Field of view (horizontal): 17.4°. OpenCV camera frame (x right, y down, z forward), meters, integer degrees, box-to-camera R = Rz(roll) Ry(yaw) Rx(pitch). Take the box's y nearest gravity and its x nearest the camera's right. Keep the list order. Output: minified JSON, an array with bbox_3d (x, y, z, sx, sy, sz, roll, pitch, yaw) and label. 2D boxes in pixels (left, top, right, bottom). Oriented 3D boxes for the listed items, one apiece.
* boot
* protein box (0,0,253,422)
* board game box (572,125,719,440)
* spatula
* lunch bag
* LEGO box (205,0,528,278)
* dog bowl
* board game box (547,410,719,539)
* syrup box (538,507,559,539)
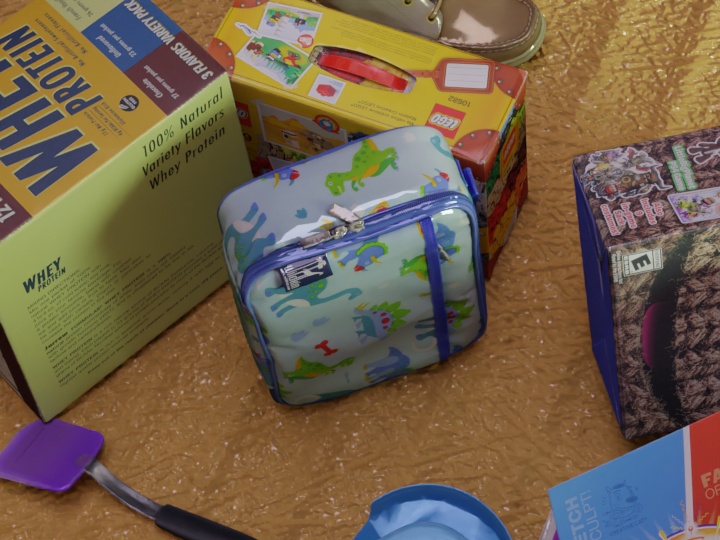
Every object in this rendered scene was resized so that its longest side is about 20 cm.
[{"bbox_3d":[0.027,-0.209,1.604,0.199,0.155,0.072,13,62,12],"label":"boot"},{"bbox_3d":[-0.185,-0.050,1.503,0.198,0.200,0.135,-39,62,-16],"label":"protein box"},{"bbox_3d":[0.243,-0.001,1.451,0.199,0.160,0.097,-12,38,-1],"label":"board game box"},{"bbox_3d":[-0.141,0.145,1.494,0.199,0.021,0.057,24,52,15],"label":"spatula"},{"bbox_3d":[0.000,0.000,1.461,0.160,0.200,0.083,-19,61,-7],"label":"lunch bag"},{"bbox_3d":[0.007,-0.091,1.542,0.199,0.149,0.077,19,64,15],"label":"LEGO box"},{"bbox_3d":[0.002,0.212,1.428,0.200,0.050,0.112,-27,62,-11],"label":"dog bowl"},{"bbox_3d":[0.194,0.184,1.282,0.153,0.040,0.201,-28,54,23],"label":"board game box"},{"bbox_3d":[0.200,0.191,1.355,0.200,0.079,0.082,13,76,40],"label":"syrup box"}]
